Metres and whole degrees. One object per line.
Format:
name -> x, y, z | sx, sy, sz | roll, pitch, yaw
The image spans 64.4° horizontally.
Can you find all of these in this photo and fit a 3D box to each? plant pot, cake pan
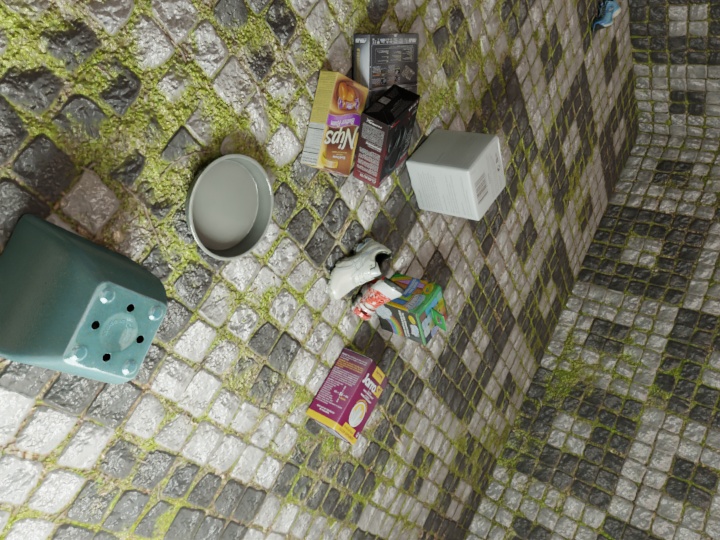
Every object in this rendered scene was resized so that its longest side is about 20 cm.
plant pot -> -0.397, 0.059, 0.823 | 0.196, 0.199, 0.198 | 35, 75, -52
cake pan -> -0.249, -0.121, 1.083 | 0.200, 0.037, 0.202 | -25, 122, -46

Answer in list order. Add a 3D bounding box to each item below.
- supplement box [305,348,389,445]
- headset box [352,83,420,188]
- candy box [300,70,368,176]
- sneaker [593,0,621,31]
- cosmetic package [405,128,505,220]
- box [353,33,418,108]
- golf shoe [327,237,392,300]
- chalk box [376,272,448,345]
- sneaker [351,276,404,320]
supplement box -> -0.030, 0.328, 1.489 | 0.201, 0.103, 0.131 | -59, 141, -19
headset box -> 0.057, -0.302, 1.328 | 0.149, 0.077, 0.201 | -49, 159, -37
candy box -> -0.055, -0.316, 1.247 | 0.116, 0.056, 0.202 | 5, 101, -54
sneaker -> 0.993, -1.054, 2.340 | 0.090, 0.078, 0.200 | 53, 56, -26
cosmetic package -> 0.262, -0.264, 1.559 | 0.167, 0.199, 0.168 | -50, 138, -28
box -> 0.062, -0.472, 1.345 | 0.199, 0.048, 0.160 | -26, 125, -45
golf shoe -> 0.000, 0.000, 1.408 | 0.200, 0.097, 0.079 | -51, 139, -26
chalk box -> 0.156, 0.109, 1.565 | 0.124, 0.199, 0.125 | -47, 136, -31
sneaker -> 0.039, 0.075, 1.424 | 0.067, 0.201, 0.108 | 35, 81, -15
